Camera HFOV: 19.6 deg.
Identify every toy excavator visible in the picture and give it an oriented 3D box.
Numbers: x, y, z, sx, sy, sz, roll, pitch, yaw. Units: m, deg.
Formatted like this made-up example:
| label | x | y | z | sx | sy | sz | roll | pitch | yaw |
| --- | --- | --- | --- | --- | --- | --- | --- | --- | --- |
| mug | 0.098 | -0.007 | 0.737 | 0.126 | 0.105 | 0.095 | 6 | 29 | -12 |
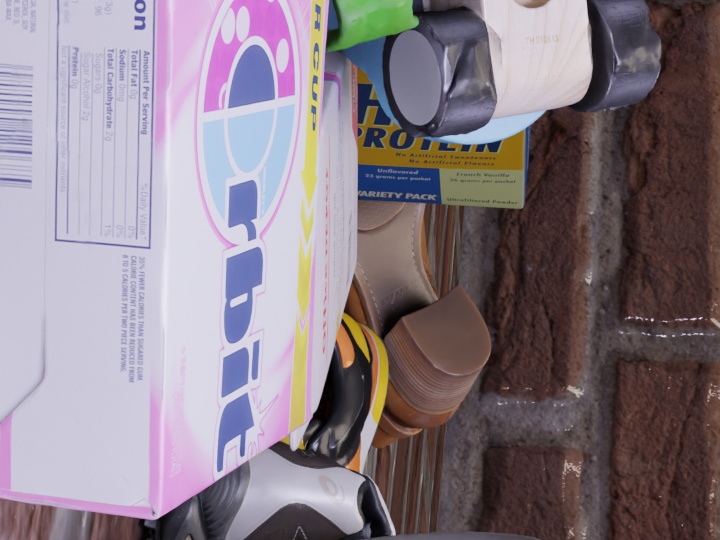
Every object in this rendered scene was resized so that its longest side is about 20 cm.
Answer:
| label | x | y | z | sx | sy | sz | roll | pitch | yaw |
| --- | --- | --- | --- | --- | --- | --- | --- | --- | --- |
| toy excavator | 0.013 | -0.148 | 0.839 | 0.200 | 0.100 | 0.195 | 8 | -72 | 60 |

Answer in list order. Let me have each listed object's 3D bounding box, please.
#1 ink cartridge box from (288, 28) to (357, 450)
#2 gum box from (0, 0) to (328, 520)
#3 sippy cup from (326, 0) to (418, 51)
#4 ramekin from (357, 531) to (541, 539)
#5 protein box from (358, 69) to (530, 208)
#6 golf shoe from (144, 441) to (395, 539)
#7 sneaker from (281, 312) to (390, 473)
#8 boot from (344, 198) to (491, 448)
| label | x | y | z | sx | sy | sz | roll | pitch | yaw |
| --- | --- | --- | --- | --- | --- | --- | --- | --- | --- |
| ink cartridge box | -0.042 | -0.021 | 0.824 | 0.200 | 0.067 | 0.117 | -76 | 168 | -69 |
| gum box | -0.057 | -0.048 | 0.552 | 0.113 | 0.066 | 0.200 | -26 | 120 | -69 |
| sippy cup | -0.023 | -0.169 | 0.672 | 0.130 | 0.139 | 0.178 | 153 | -44 | -85 |
| ramekin | -0.009 | 0.146 | 0.673 | 0.202 | 0.202 | 0.094 | -21 | 101 | -84 |
| protein box | 0.024 | -0.165 | 1.053 | 0.199 | 0.135 | 0.200 | 81 | 14 | -67 |
| golf shoe | -0.032 | 0.124 | 0.880 | 0.200 | 0.094 | 0.078 | 82 | 11 | -70 |
| sneaker | -0.032 | 0.113 | 1.070 | 0.090 | 0.070 | 0.200 | 39 | 53 | -64 |
| boot | 0.000 | 0.000 | 1.189 | 0.200 | 0.077 | 0.155 | 59 | -25 | 9 |
